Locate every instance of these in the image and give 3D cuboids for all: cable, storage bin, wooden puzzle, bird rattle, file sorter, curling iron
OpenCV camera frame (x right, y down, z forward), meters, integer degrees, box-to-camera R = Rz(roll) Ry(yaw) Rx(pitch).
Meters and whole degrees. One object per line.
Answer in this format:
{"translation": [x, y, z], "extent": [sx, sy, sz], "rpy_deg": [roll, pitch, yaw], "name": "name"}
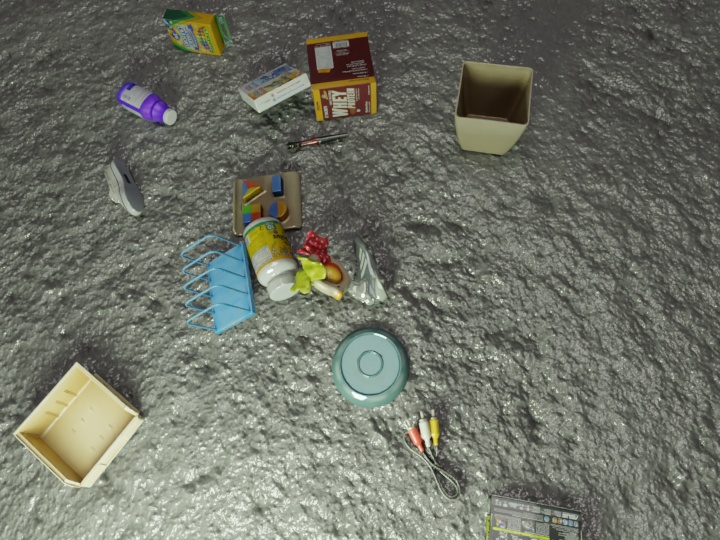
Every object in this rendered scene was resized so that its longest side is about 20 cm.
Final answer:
{"translation": [0.159, 0.428, 1.220], "extent": [0.095, 0.051, 0.203], "rpy_deg": [-18, 65, -4], "name": "cable"}
{"translation": [-0.657, 0.367, 1.265], "extent": [0.196, 0.094, 0.201], "rpy_deg": [32, 71, 16], "name": "storage bin"}
{"translation": [-0.268, -0.198, 1.523], "extent": [0.195, 0.047, 0.189], "rpy_deg": [-6, 66, 0], "name": "wooden puzzle"}
{"translation": [-0.100, 0.001, 1.369], "extent": [0.162, 0.201, 0.113], "rpy_deg": [34, 113, -9], "name": "bird rattle"}
{"translation": [-0.368, 0.032, 1.356], "extent": [0.137, 0.122, 0.204], "rpy_deg": [-26, 63, 24], "name": "file sorter"}
{"translation": [-0.130, -0.386, 1.608], "extent": [0.195, 0.026, 0.050], "rpy_deg": [-11, 29, -6], "name": "curling iron"}

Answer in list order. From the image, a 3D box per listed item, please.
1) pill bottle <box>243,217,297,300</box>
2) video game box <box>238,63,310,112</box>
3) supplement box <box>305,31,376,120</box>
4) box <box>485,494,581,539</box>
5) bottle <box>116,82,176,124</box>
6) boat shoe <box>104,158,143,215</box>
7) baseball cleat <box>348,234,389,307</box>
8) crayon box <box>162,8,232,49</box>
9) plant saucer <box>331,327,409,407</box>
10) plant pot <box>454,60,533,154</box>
{"translation": [-0.230, -0.029, 1.410], "extent": [0.111, 0.113, 0.203], "rpy_deg": [-21, 66, -7], "name": "pill bottle"}
{"translation": [-0.268, -0.563, 1.638], "extent": [0.180, 0.047, 0.200], "rpy_deg": [-33, 37, -9], "name": "video game box"}
{"translation": [-0.057, -0.594, 1.642], "extent": [0.192, 0.133, 0.204], "rpy_deg": [-7, 66, -1], "name": "supplement box"}
{"translation": [0.369, 0.585, 1.145], "extent": [0.195, 0.044, 0.164], "rpy_deg": [7, 67, 6], "name": "box"}
{"translation": [-0.666, -0.517, 1.674], "extent": [0.197, 0.066, 0.084], "rpy_deg": [28, 70, 14], "name": "bottle"}
{"translation": [-0.695, -0.229, 1.555], "extent": [0.069, 0.071, 0.202], "rpy_deg": [-37, 71, 16], "name": "boat shoe"}
{"translation": [0.000, 0.000, 1.411], "extent": [0.105, 0.070, 0.203], "rpy_deg": [-24, 63, -1], "name": "baseball cleat"}
{"translation": [-0.529, -0.778, 1.750], "extent": [0.195, 0.126, 0.053], "rpy_deg": [10, 66, 7], "name": "crayon box"}
{"translation": [0.025, 0.235, 1.327], "extent": [0.195, 0.028, 0.205], "rpy_deg": [-1, 66, 3], "name": "plant saucer"}
{"translation": [0.369, -0.447, 1.530], "extent": [0.195, 0.178, 0.204], "rpy_deg": [9, 66, 7], "name": "plant pot"}
